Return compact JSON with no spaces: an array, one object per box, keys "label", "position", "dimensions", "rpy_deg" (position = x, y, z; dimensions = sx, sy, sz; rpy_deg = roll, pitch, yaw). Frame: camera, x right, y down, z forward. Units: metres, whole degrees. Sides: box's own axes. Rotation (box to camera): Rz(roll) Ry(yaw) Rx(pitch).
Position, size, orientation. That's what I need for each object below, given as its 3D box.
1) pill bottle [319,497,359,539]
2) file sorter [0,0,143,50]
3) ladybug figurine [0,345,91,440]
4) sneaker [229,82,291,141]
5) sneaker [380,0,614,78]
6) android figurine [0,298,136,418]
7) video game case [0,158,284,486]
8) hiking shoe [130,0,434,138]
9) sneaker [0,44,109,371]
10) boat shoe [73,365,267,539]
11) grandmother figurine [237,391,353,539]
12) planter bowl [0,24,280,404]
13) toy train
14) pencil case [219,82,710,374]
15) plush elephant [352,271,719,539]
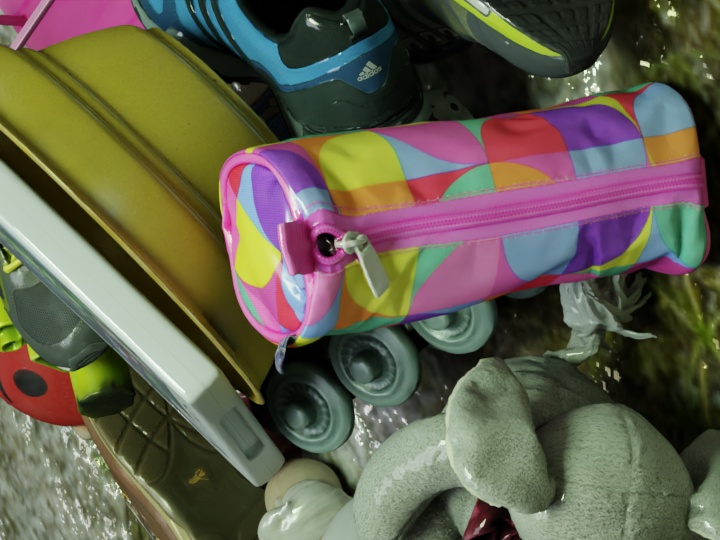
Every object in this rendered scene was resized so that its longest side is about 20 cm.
[{"label":"pill bottle","position":[0.021,0.167,1.334],"dimensions":[0.113,0.113,0.200],"rpy_deg":[58,148,21]},{"label":"file sorter","position":[-0.169,-0.172,1.395],"dimensions":[0.139,0.125,0.200],"rpy_deg":[-50,60,27]},{"label":"ladybug figurine","position":[-0.193,0.004,1.631],"dimensions":[0.136,0.072,0.201],"rpy_deg":[-25,85,59]},{"label":"sneaker","position":[-0.052,-0.048,1.338],"dimensions":[0.200,0.079,0.089],"rpy_deg":[-30,96,41]},{"label":"sneaker","position":[0.043,-0.121,1.192],"dimensions":[0.200,0.074,0.081],"rpy_deg":[43,147,51]},{"label":"android figurine","position":[-0.131,-0.031,1.460],"dimensions":[0.182,0.041,0.201],"rpy_deg":[-28,63,26]},{"label":"video game case","position":[-0.122,0.008,1.267],"dimensions":[0.200,0.023,0.182],"rpy_deg":[43,173,16]},{"label":"hiking shoe","position":[-0.038,-0.120,1.203],"dimensions":[0.200,0.074,0.087],"rpy_deg":[37,151,43]},{"label":"sneaker","position":[-0.182,-0.036,1.418],"dimensions":[0.074,0.085,0.200],"rpy_deg":[-39,59,20]},{"label":"boat shoe","position":[-0.101,0.116,1.544],"dimensions":[0.200,0.072,0.068],"rpy_deg":[54,146,21]},{"label":"grandmother figurine","position":[-0.062,0.065,1.473],"dimensions":[0.200,0.060,0.121],"rpy_deg":[58,175,16]},{"label":"planter bowl","position":[-0.084,-0.043,1.191],"dimensions":[0.200,0.083,0.200],"rpy_deg":[43,173,6]},{"label":"toy train","position":[0.000,0.000,1.258],"dimensions":[0.114,0.085,0.200],"rpy_deg":[51,133,-1]},{"label":"pencil case","position":[0.042,-0.022,1.105],"dimensions":[0.088,0.199,0.089],"rpy_deg":[36,132,54]},{"label":"plush elephant","position":[0.084,0.101,1.141],"dimensions":[0.155,0.164,0.201],"rpy_deg":[-104,28,-74]}]
